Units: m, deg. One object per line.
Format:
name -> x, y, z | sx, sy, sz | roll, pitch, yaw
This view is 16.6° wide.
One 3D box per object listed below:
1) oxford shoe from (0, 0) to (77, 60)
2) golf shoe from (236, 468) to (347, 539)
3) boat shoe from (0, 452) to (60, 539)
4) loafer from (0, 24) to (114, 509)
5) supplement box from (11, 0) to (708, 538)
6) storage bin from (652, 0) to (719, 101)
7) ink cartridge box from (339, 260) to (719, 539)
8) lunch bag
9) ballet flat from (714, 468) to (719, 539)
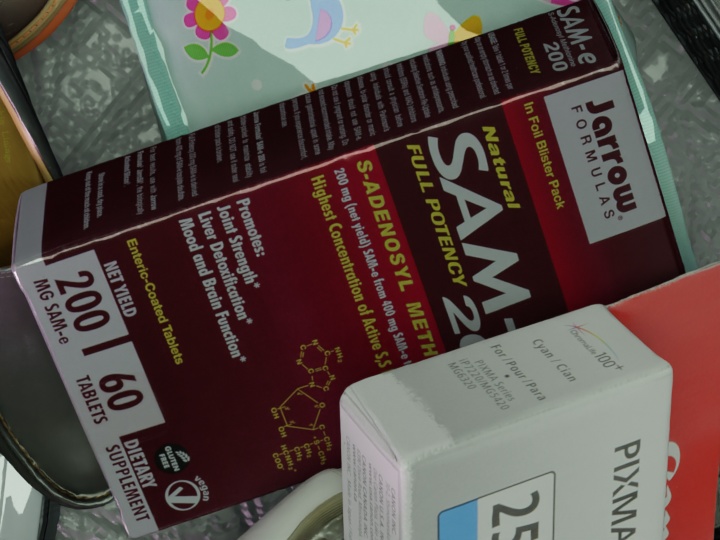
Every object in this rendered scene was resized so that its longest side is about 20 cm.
oxford shoe -> -0.160, -0.104, 0.883 | 0.200, 0.073, 0.071 | -47, 56, 2
golf shoe -> -0.055, 0.123, 0.821 | 0.200, 0.072, 0.092 | -51, 49, 31
boat shoe -> -0.151, 0.131, 0.913 | 0.066, 0.074, 0.201 | 7, 80, 3
loafer -> -0.125, -0.004, 0.844 | 0.072, 0.072, 0.201 | -26, 103, -6
supplement box -> 0.000, 0.000, 0.795 | 0.199, 0.061, 0.109 | -19, 116, 4
storage bin -> 0.152, -0.157, 0.881 | 0.135, 0.094, 0.201 | -34, 93, 2
ink cartridge box -> 0.080, 0.100, 0.786 | 0.175, 0.045, 0.201 | -18, 128, -23
lunch bag -> 0.017, -0.050, 0.872 | 0.169, 0.122, 0.201 | -19, 94, 0
ballet flat -> 0.146, 0.080, 0.910 | 0.199, 0.057, 0.067 | 1, 92, 0
